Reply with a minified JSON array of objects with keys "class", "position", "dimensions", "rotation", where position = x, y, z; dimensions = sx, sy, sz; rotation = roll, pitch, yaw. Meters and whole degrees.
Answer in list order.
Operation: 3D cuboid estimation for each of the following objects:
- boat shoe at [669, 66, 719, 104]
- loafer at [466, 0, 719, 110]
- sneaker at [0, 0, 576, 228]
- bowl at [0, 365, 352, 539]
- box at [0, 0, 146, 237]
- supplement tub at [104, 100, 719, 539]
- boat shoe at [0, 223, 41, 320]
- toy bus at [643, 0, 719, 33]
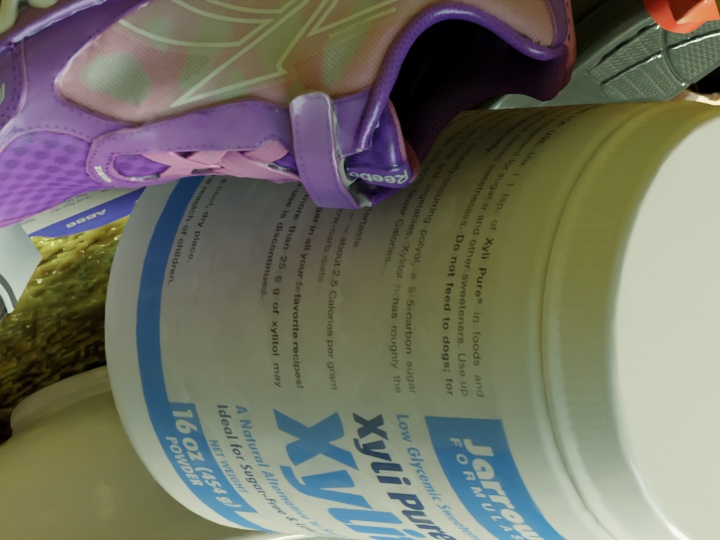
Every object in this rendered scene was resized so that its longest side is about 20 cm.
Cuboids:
[{"class":"boat shoe","position":[0.104,-0.069,1.000],"dimensions":[0.200,0.072,0.068],"rotation":[-38,154,9]},{"class":"loafer","position":[0.044,-0.065,0.967],"dimensions":[0.200,0.063,0.072],"rotation":[-29,152,28]},{"class":"sneaker","position":[-0.026,-0.053,0.798],"dimensions":[0.199,0.089,0.081],"rotation":[-24,158,2]},{"class":"bowl","position":[-0.082,0.089,1.130],"dimensions":[0.200,0.091,0.201],"rotation":[-13,166,-3]},{"class":"box","position":[-0.080,-0.072,0.870],"dimensions":[0.119,0.042,0.200],"rotation":[-22,159,1]},{"class":"supplement tub","position":[0.033,0.017,0.854],"dimensions":[0.199,0.133,0.132],"rotation":[0,176,44]},{"class":"boat shoe","position":[-0.159,-0.019,0.836],"dimensions":[0.068,0.072,0.200],"rotation":[-62,155,-14]},{"class":"toy bus","position":[0.150,-0.102,0.811],"dimensions":[0.135,0.201,0.192],"rotation":[-9,161,-32]}]
